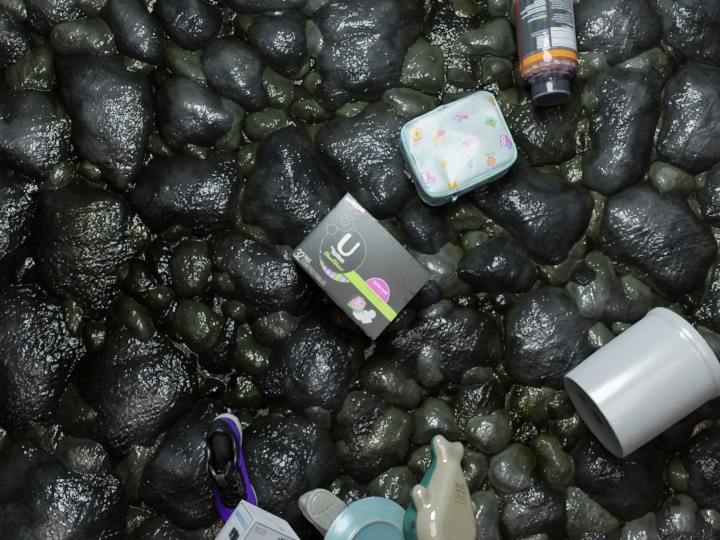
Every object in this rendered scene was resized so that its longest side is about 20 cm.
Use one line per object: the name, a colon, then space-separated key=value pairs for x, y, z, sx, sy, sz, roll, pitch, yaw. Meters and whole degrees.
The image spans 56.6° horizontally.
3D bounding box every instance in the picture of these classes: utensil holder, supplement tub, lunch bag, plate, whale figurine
utensil holder: x=0.466 y=0.189 z=1.114 sx=0.198 sy=0.170 sz=0.172 roll=-34 pitch=85 yaw=-3
supplement tub: x=0.337 y=-0.408 z=1.212 sx=0.104 sy=0.107 sz=0.206 roll=-2 pitch=84 yaw=-2
lunch bag: x=0.171 y=-0.212 z=1.198 sx=0.196 sy=0.077 sz=0.164 roll=-24 pitch=86 yaw=-4
plate: x=0.024 y=0.479 z=1.094 sx=0.196 sy=0.025 sz=0.206 roll=7 pitch=76 yaw=-29
whale figurine: x=0.128 y=0.386 z=1.122 sx=0.157 sy=0.103 sz=0.205 roll=25 pitch=59 yaw=-37

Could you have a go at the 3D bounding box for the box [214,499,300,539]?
box: x=-0.201 y=0.492 z=1.085 sx=0.116 sy=0.060 sz=0.202 roll=38 pitch=82 yaw=-36

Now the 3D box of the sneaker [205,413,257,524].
sneaker: x=-0.221 y=0.347 z=1.107 sx=0.068 sy=0.100 sz=0.205 roll=-14 pitch=86 yaw=-3

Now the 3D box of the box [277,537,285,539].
box: x=-0.120 y=0.552 z=1.083 sx=0.135 sy=0.038 sz=0.203 roll=30 pitch=87 yaw=-26

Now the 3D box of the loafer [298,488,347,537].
loafer: x=-0.024 y=0.441 z=1.128 sx=0.200 sy=0.063 sz=0.072 roll=47 pitch=58 yaw=-11

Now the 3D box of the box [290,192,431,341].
box: x=0.000 y=0.000 z=1.145 sx=0.200 sy=0.124 sz=0.149 roll=43 pitch=84 yaw=5
